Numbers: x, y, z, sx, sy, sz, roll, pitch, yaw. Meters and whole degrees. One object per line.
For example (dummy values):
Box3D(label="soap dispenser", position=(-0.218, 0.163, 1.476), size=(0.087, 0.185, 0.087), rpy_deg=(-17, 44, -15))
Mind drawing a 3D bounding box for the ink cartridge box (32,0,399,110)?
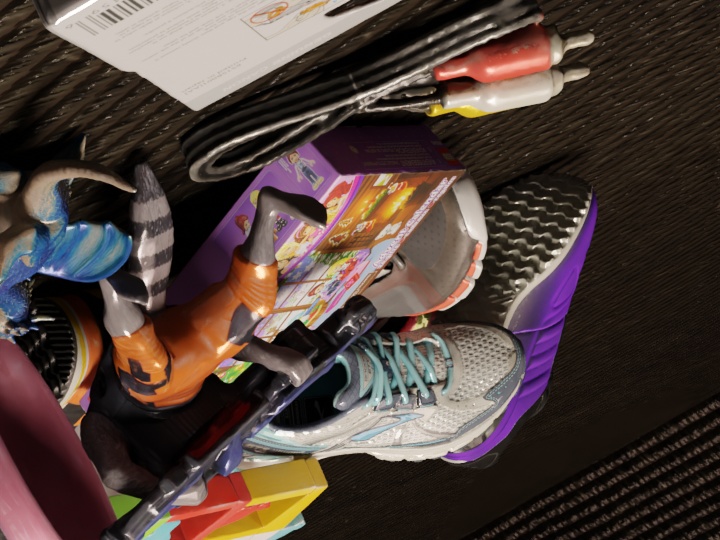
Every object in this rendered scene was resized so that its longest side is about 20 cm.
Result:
Box3D(label="ink cartridge box", position=(-0.008, -0.134, 0.964), size=(0.200, 0.044, 0.174), rpy_deg=(-28, 170, 9))

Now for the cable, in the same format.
Box3D(label="cable", position=(0.017, -0.080, 1.251), size=(0.200, 0.050, 0.097), rpy_deg=(-23, 170, -15))

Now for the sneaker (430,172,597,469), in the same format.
Box3D(label="sneaker", position=(0.096, 0.036, 1.677), size=(0.200, 0.069, 0.100), rpy_deg=(-61, 146, -16))

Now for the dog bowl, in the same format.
Box3D(label="dog bowl", position=(-0.180, 0.104, 1.279), size=(0.074, 0.200, 0.200), rpy_deg=(-29, 169, 5))

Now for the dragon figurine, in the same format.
Box3D(label="dragon figurine", position=(-0.139, -0.021, 1.157), size=(0.099, 0.059, 0.200), rpy_deg=(-14, 165, -46))

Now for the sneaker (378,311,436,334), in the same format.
Box3D(label="sneaker", position=(0.000, 0.041, 1.739), size=(0.090, 0.078, 0.200), rpy_deg=(-14, 153, -47))

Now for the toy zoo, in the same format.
Box3D(label="toy zoo", position=(-0.108, 0.154, 1.542), size=(0.200, 0.020, 0.131), rpy_deg=(-7, 156, -44))

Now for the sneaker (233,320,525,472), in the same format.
Box3D(label="sneaker", position=(0.006, 0.072, 1.557), size=(0.200, 0.078, 0.086), rpy_deg=(-15, 162, -12))

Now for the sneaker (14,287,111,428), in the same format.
Box3D(label="sneaker", position=(-0.165, 0.066, 1.475), size=(0.090, 0.070, 0.200), rpy_deg=(-14, 163, -34))

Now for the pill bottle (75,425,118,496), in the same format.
Box3D(label="pill bottle", position=(-0.137, 0.115, 1.619), size=(0.112, 0.112, 0.200), rpy_deg=(-29, 164, 16))

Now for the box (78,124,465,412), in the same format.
Box3D(label="box", position=(-0.045, 0.008, 1.407), size=(0.200, 0.039, 0.137), rpy_deg=(-51, 159, 23))

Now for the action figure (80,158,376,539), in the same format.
Box3D(label="action figure", position=(-0.076, 0.031, 1.300), size=(0.200, 0.105, 0.194), rpy_deg=(-39, 160, -40))

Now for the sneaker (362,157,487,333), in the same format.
Box3D(label="sneaker", position=(0.000, 0.000, 1.541), size=(0.082, 0.077, 0.200), rpy_deg=(-10, 162, -34))
